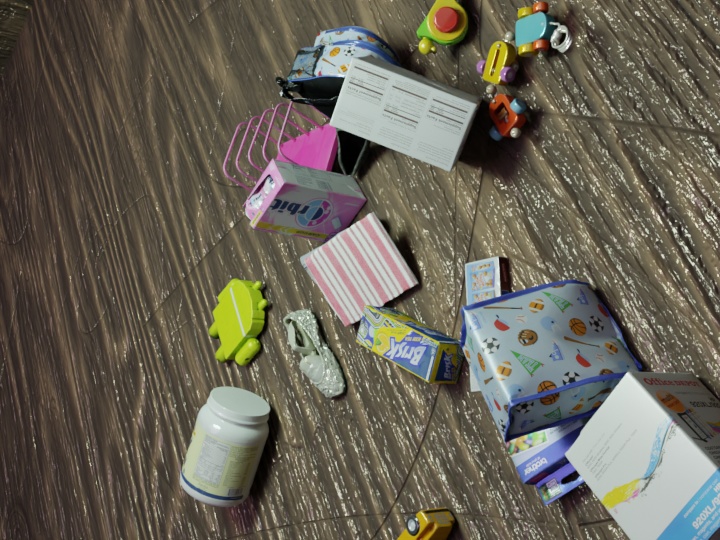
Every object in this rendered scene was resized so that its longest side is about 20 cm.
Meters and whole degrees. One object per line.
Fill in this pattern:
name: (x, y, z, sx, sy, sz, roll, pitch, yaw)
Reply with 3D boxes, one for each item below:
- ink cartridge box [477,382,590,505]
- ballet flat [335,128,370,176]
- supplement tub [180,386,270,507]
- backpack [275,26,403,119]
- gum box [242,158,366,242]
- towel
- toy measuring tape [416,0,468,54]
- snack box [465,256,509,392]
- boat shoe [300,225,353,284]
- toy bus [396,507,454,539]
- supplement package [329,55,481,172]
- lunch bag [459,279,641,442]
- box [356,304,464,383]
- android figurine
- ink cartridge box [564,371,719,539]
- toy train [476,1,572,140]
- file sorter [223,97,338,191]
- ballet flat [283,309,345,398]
ink cartridge box: (0.254, 0.211, 1.364, 0.119, 0.042, 0.200, -38, 57, 24)
ballet flat: (-0.012, -0.226, 1.703, 0.200, 0.066, 0.057, 78, -159, -70)
supplement tub: (-0.265, 0.347, 1.927, 0.145, 0.145, 0.201, 34, 110, 48)
backpack: (-0.009, -0.331, 1.699, 0.190, 0.200, 0.155, 13, 81, 48)
gum box: (-0.104, -0.123, 1.754, 0.114, 0.199, 0.066, -53, 47, 30)
towel: (0.000, 0.000, 1.697, 0.200, 0.030, 0.147, -33, 89, 41)
toy measuring tape: (0.164, -0.436, 1.594, 0.200, 0.073, 0.074, -56, 43, 4)
snack box: (0.196, 0.083, 1.487, 0.072, 0.024, 0.201, -14, 74, 49)
boat shoe: (-0.025, -0.035, 1.763, 0.200, 0.073, 0.067, -29, 90, 45)
toy bus: (0.082, 0.463, 1.536, 0.200, 0.065, 0.078, -58, 45, 28)
supplement package: (0.074, -0.247, 1.517, 0.199, 0.156, 0.111, 22, 106, 5)
lunch bag: (0.253, 0.113, 1.297, 0.124, 0.199, 0.170, 86, 163, -55)
box: (0.080, 0.119, 1.596, 0.200, 0.064, 0.070, 24, 104, 50)
android figurine: (-0.253, 0.102, 2.035, 0.200, 0.041, 0.182, -49, 49, 36)
ink cartridge box: (0.375, 0.236, 1.140, 0.200, 0.147, 0.145, 54, 124, 40)
toy train: (0.251, -0.298, 1.461, 0.200, 0.055, 0.151, -55, 47, 35)
file sorter: (-0.152, -0.231, 1.866, 0.200, 0.125, 0.139, -13, 55, 50)
ballet flat: (-0.094, 0.156, 1.809, 0.072, 0.072, 0.200, -54, 47, 31)
